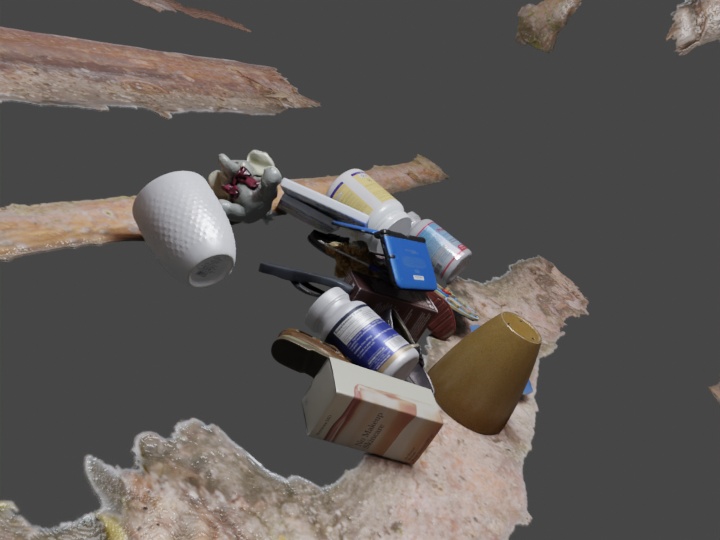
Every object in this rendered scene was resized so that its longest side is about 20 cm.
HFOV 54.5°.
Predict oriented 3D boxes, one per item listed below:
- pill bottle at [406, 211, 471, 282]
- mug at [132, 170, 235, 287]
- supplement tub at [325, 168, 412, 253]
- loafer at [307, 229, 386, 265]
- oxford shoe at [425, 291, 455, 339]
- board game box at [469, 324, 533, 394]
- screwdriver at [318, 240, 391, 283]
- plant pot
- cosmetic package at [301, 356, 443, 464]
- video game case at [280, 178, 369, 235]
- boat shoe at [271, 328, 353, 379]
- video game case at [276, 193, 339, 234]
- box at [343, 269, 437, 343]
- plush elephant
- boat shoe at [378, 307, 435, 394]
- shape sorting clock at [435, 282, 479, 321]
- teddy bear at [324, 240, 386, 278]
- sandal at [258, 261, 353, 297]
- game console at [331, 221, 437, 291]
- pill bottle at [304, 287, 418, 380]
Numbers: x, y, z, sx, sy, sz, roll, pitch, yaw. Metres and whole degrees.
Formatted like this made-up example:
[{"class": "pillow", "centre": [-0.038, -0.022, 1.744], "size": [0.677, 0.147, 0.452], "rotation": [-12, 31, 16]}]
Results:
[{"class": "pill bottle", "centre": [0.190, -0.067, 1.876], "size": [0.200, 0.109, 0.109], "rotation": [41, 25, 17]}, {"class": "mug", "centre": [-0.293, -0.054, 1.258], "size": [0.175, 0.148, 0.200], "rotation": [55, 2, 26]}, {"class": "supplement tub", "centre": [0.019, -0.147, 1.779], "size": [0.200, 0.145, 0.145], "rotation": [44, 27, 24]}, {"class": "loafer", "centre": [-0.025, -0.052, 1.645], "size": [0.200, 0.063, 0.072], "rotation": [28, 23, -10]}, {"class": "oxford shoe", "centre": [0.147, 0.068, 1.563], "size": [0.200, 0.070, 0.075], "rotation": [56, -4, -23]}, {"class": "board game box", "centre": [0.306, 0.211, 1.580], "size": [0.158, 0.039, 0.200], "rotation": [29, 29, -19]}, {"class": "screwdriver", "centre": [0.002, -0.014, 1.422], "size": [0.200, 0.028, 0.029], "rotation": [23, 47, -8]}, {"class": "plant pot", "centre": [0.258, 0.183, 1.374], "size": [0.186, 0.200, 0.186], "rotation": [26, 24, -12]}, {"class": "cosmetic package", "centre": [0.019, 0.227, 1.122], "size": [0.200, 0.103, 0.087], "rotation": [20, 26, -23]}, {"class": "video game case", "centre": [-0.076, -0.138, 1.546], "size": [0.200, 0.024, 0.182], "rotation": [25, -4, 2]}, {"class": "boat shoe", "centre": [-0.053, 0.159, 1.201], "size": [0.200, 0.072, 0.068], "rotation": [33, 25, 2]}, {"class": "video game case", "centre": [-0.123, -0.128, 1.614], "size": [0.143, 0.018, 0.200], "rotation": [28, -5, -8]}, {"class": "box", "centre": [0.046, 0.079, 1.439], "size": [0.200, 0.100, 0.075], "rotation": [17, 27, -32]}, {"class": "plush elephant", "centre": [-0.258, -0.190, 1.522], "size": [0.155, 0.165, 0.200], "rotation": [54, 0, 14]}, {"class": "boat shoe", "centre": [0.086, 0.161, 1.343], "size": [0.072, 0.065, 0.200], "rotation": [1, 51, -49]}, {"class": "shape sorting clock", "centre": [0.199, 0.059, 1.667], "size": [0.200, 0.039, 0.200], "rotation": [30, 5, -3]}, {"class": "teddy bear", "centre": [0.000, 0.000, 1.511], "size": [0.145, 0.200, 0.067], "rotation": [6, 61, 17]}, {"class": "sandal", "centre": [-0.107, 0.024, 1.380], "size": [0.200, 0.043, 0.076], "rotation": [13, 1, 19]}, {"class": "game console", "centre": [0.052, -0.028, 1.425], "size": [0.200, 0.118, 0.171], "rotation": [5, 68, -61]}, {"class": "pill bottle", "centre": [-0.001, 0.128, 1.269], "size": [0.200, 0.116, 0.116], "rotation": [42, 26, 21]}]
